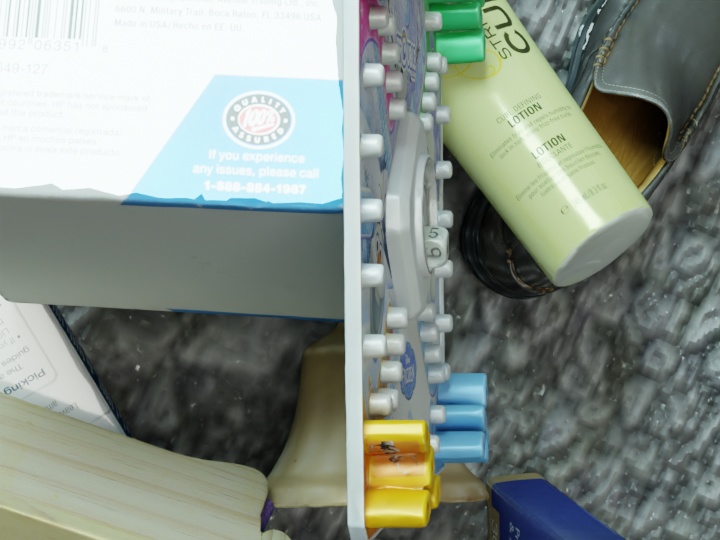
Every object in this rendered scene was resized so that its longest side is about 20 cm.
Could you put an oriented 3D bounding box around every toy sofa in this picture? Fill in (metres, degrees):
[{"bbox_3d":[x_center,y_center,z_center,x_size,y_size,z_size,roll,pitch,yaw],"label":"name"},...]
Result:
[{"bbox_3d":[-0.131,0.111,0.693,0.198,0.098,0.083,20,119,-14],"label":"toy sofa"}]

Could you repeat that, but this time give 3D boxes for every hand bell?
[{"bbox_3d":[0.000,0.000,0.780,0.103,0.104,0.202,-1,84,-14],"label":"hand bell"}]

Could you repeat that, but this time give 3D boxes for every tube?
[{"bbox_3d":[0.045,-0.086,0.754,0.058,0.052,0.201,-11,60,-46],"label":"tube"}]

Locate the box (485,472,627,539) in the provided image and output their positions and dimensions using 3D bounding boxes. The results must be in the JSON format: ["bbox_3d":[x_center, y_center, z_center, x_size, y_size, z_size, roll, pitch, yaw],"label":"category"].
[{"bbox_3d":[0.094,0.167,0.751,0.032,0.200,0.123,-3,97,-14],"label":"box"}]

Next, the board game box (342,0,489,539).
[{"bbox_3d":[0.024,-0.019,0.630,0.026,0.200,0.202,0,91,10],"label":"board game box"}]

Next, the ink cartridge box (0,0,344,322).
[{"bbox_3d":[-0.066,-0.099,0.660,0.145,0.145,0.202,3,75,2],"label":"ink cartridge box"}]

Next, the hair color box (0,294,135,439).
[{"bbox_3d":[-0.154,0.066,0.745,0.099,0.061,0.201,-30,103,-7],"label":"hair color box"}]

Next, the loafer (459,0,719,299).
[{"bbox_3d":[0.123,-0.071,0.796,0.072,0.072,0.201,32,87,-15],"label":"loafer"}]
